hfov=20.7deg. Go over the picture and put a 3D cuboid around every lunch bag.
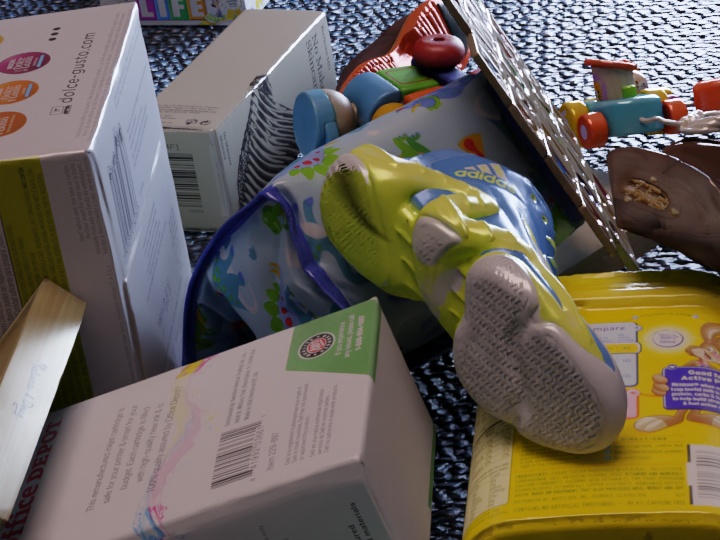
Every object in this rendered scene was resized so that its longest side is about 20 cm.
[{"bbox_3d":[0.000,0.000,1.094,0.170,0.128,0.200,-28,-4,-31],"label":"lunch bag"}]

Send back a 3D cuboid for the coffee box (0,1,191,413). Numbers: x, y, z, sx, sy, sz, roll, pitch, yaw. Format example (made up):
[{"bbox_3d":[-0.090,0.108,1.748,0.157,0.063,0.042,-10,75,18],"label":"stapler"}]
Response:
[{"bbox_3d":[-0.213,-0.011,1.109,0.196,0.201,0.200,-6,28,5],"label":"coffee box"}]

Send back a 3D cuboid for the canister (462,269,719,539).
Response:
[{"bbox_3d":[0.123,0.089,0.959,0.148,0.087,0.200,-3,31,10],"label":"canister"}]

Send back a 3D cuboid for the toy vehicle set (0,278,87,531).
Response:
[{"bbox_3d":[-0.190,0.099,0.940,0.026,0.124,0.200,33,24,-13],"label":"toy vehicle set"}]

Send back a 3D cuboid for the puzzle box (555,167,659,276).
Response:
[{"bbox_3d":[0.087,-0.036,1.253,0.133,0.026,0.199,-30,35,-33],"label":"puzzle box"}]

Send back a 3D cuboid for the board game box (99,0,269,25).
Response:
[{"bbox_3d":[-0.127,-0.268,1.717,0.134,0.034,0.200,2,31,18],"label":"board game box"}]

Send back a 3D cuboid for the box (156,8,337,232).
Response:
[{"bbox_3d":[-0.084,-0.108,1.372,0.068,0.083,0.200,4,32,22],"label":"box"}]

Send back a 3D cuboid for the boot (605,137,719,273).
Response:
[{"bbox_3d":[0.180,-0.042,1.086,0.199,0.065,0.186,12,17,-46],"label":"boot"}]

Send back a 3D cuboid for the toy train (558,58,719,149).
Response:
[{"bbox_3d":[0.209,-0.120,1.284,0.149,0.056,0.200,-7,6,24],"label":"toy train"}]

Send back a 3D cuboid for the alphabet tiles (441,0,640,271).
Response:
[{"bbox_3d":[0.092,-0.092,1.075,0.006,0.200,0.167,-33,21,12],"label":"alphabet tiles"}]

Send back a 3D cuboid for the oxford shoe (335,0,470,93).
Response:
[{"bbox_3d":[0.012,-0.120,1.403,0.072,0.071,0.200,-23,18,41],"label":"oxford shoe"}]

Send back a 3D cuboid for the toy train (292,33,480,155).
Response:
[{"bbox_3d":[0.045,-0.073,1.205,0.115,0.085,0.200,-13,28,-22],"label":"toy train"}]

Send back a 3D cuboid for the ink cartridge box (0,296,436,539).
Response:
[{"bbox_3d":[-0.071,0.110,0.925,0.199,0.088,0.146,-18,26,13],"label":"ink cartridge box"}]

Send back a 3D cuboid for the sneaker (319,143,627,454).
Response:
[{"bbox_3d":[0.075,0.000,0.943,0.105,0.076,0.200,-19,55,-41],"label":"sneaker"}]
